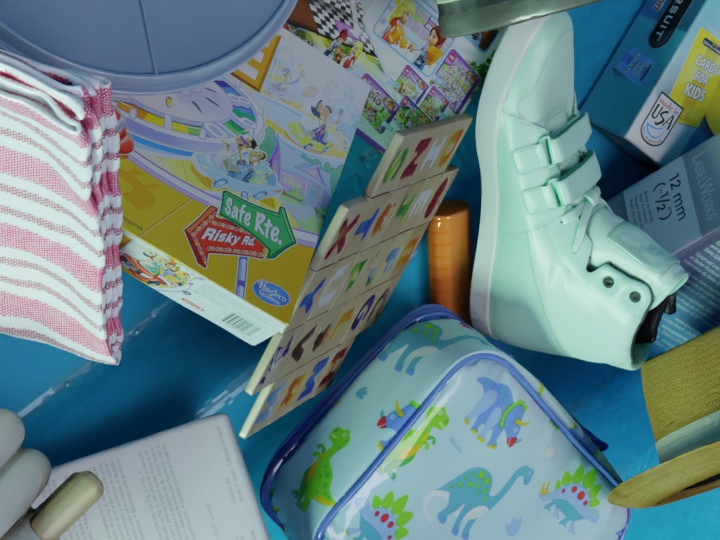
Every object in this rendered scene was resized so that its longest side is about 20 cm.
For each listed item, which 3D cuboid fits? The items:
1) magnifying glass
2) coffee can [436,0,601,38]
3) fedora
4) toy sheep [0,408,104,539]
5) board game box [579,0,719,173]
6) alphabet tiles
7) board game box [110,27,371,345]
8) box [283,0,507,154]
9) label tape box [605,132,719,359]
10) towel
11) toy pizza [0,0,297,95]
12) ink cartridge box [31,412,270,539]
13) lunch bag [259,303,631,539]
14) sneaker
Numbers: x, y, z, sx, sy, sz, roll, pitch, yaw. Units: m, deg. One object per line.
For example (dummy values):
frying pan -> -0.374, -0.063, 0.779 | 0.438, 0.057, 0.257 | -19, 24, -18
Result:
magnifying glass -> 0.054, 0.056, 1.113 | 0.079, 0.022, 0.202 | -19, 119, -27
coffee can -> 0.080, -0.222, 0.889 | 0.145, 0.146, 0.202 | -21, 100, -26
fedora -> 0.214, 0.065, 1.069 | 0.199, 0.200, 0.083 | -13, 76, -30
toy sheep -> -0.194, 0.113, 0.886 | 0.138, 0.138, 0.200 | -44, 90, -11
board game box -> 0.234, -0.136, 1.139 | 0.150, 0.047, 0.201 | 30, 91, -40
alphabet tiles -> 0.000, 0.000, 0.971 | 0.167, 0.006, 0.200 | -62, 169, 15
board game box -> -0.100, -0.074, 0.860 | 0.199, 0.034, 0.135 | 31, 59, -21
box -> -0.002, -0.154, 0.969 | 0.200, 0.039, 0.137 | 35, 88, -40
label tape box -> 0.232, -0.017, 1.110 | 0.199, 0.067, 0.143 | -34, 137, 31
towel -> -0.171, -0.028, 0.807 | 0.201, 0.145, 0.030 | 97, 8, -56
toy pizza -> -0.111, -0.169, 0.843 | 0.198, 0.032, 0.202 | 9, 72, -28
ink cartridge box -> -0.134, 0.178, 0.970 | 0.198, 0.050, 0.164 | -17, 78, -12
lunch bag -> 0.053, 0.126, 1.081 | 0.161, 0.082, 0.200 | -49, 129, -5
sneaker -> 0.124, -0.043, 1.028 | 0.074, 0.117, 0.202 | -38, 137, -48
